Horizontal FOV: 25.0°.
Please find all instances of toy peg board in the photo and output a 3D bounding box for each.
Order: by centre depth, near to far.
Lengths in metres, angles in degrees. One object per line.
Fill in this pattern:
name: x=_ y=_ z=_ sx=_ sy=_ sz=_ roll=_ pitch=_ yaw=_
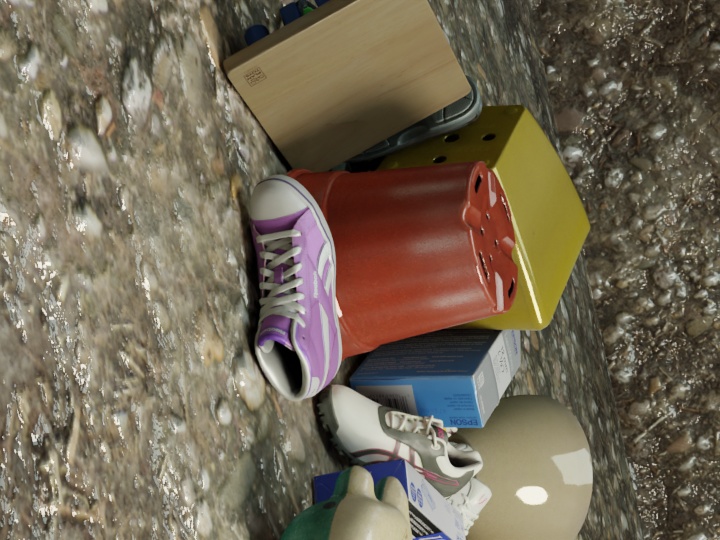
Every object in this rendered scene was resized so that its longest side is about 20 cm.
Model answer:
toy peg board: x=-0.021 y=-0.218 z=1.603 sx=0.199 sy=0.199 sz=0.098 roll=54 pitch=10 yaw=-54

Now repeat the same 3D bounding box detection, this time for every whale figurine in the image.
whale figurine: x=-0.012 y=0.244 z=1.389 sx=0.200 sy=0.103 sz=0.161 roll=-45 pitch=129 yaw=-69

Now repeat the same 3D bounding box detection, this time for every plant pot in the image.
plant pot: x=0.042 y=-0.017 z=1.590 sx=0.201 sy=0.193 sz=0.203 roll=-9 pitch=90 yaw=-69
plant pot: x=0.117 y=-0.068 z=1.745 sx=0.200 sy=0.198 sz=0.178 roll=-58 pitch=141 yaw=-48
plant pot: x=0.154 y=0.241 z=1.900 sx=0.134 sy=0.200 sz=0.202 roll=9 pitch=64 yaw=-37

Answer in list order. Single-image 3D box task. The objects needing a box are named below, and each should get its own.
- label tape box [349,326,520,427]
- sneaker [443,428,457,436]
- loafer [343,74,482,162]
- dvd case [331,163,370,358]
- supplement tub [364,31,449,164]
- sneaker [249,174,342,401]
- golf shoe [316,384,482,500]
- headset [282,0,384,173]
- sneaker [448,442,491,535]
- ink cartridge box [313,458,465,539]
label tape box: x=0.093 y=0.094 z=1.739 sx=0.200 sy=0.142 sz=0.067 roll=-46 pitch=128 yaw=-57
sneaker: x=0.068 y=0.169 z=1.767 sx=0.201 sy=0.089 sz=0.075 roll=-86 pitch=157 yaw=-47
loafer: x=0.033 y=-0.149 z=1.700 sx=0.063 sy=0.198 sz=0.073 roll=48 pitch=30 yaw=-70
dvd case: x=0.000 y=0.000 z=1.791 sx=0.146 sy=0.022 sz=0.201 roll=-76 pitch=148 yaw=-59
supplement tub: x=0.063 y=-0.174 z=1.914 sx=0.145 sy=0.143 sz=0.201 roll=-73 pitch=145 yaw=-61
sneaker: x=-0.065 y=0.018 z=1.457 sx=0.114 sy=0.072 sz=0.202 roll=-36 pitch=112 yaw=-70
golf shoe: x=0.037 y=0.162 z=1.618 sx=0.200 sy=0.088 sz=0.078 roll=40 pitch=30 yaw=-34
headset: x=-0.027 y=-0.198 z=1.767 sx=0.201 sy=0.094 sz=0.124 roll=54 pitch=17 yaw=-5
sneaker: x=0.094 y=0.264 z=1.769 sx=0.078 sy=0.098 sz=0.201 roll=60 pitch=23 yaw=-47
ink cartridge box: x=0.032 y=0.240 z=1.578 sx=0.200 sy=0.093 sz=0.045 roll=49 pitch=32 yaw=-59
